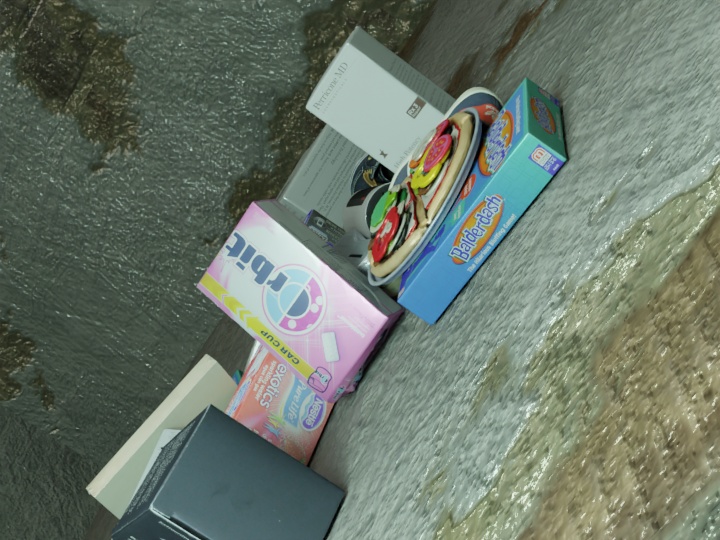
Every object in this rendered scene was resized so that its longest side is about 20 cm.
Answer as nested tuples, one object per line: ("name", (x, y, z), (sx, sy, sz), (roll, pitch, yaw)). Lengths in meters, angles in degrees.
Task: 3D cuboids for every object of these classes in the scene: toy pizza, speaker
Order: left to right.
("speaker", (0.029, -0.067, 1.341), (0.082, 0.081, 0.200), (-57, 9, -3))
("toy pizza", (0.054, -0.077, 1.053), (0.202, 0.031, 0.201), (-57, 13, 19))

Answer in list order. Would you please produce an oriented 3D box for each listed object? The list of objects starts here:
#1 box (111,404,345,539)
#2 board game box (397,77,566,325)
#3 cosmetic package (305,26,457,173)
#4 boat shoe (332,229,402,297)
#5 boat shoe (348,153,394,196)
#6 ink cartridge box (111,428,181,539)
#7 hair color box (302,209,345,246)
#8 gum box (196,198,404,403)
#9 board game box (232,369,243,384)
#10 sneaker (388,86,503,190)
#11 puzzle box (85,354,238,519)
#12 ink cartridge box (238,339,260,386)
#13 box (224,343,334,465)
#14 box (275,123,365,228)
("box", (-0.125, 0.222, 0.963), (0.105, 0.147, 0.200), (-61, 11, -29))
("board game box", (0.111, -0.067, 0.989), (0.201, 0.045, 0.153), (-53, 10, 26))
("cosmetic package", (0.044, -0.184, 1.264), (0.102, 0.199, 0.074), (-52, 10, 30))
("boat shoe", (0.000, 0.000, 1.258), (0.072, 0.062, 0.200), (-48, 14, -4))
("boat shoe", (0.030, -0.149, 1.630), (0.200, 0.070, 0.091), (-46, 10, 44))
("ink cartridge box", (-0.207, 0.308, 1.129), (0.201, 0.043, 0.199), (-76, -15, -60))
("hair color box", (-0.079, 0.020, 1.532), (0.201, 0.108, 0.065), (-52, 10, 36))
("gum box", (-0.059, 0.032, 1.119), (0.114, 0.199, 0.066), (-53, -11, 16))
("board game box", (-0.224, 0.260, 1.654), (0.202, 0.045, 0.152), (-58, 9, -3))
("sneaker", (0.089, -0.105, 1.170), (0.201, 0.074, 0.085), (-58, 15, 27))
("puzzle box", (-0.205, 0.211, 1.219), (0.200, 0.134, 0.025), (-48, 43, -16))
("ink cartridge box", (-0.120, 0.147, 1.354), (0.116, 0.067, 0.203), (-159, 89, -87))
("box", (-0.094, 0.159, 1.174), (0.103, 0.094, 0.201), (-47, 14, 50))
("box", (-0.073, -0.147, 2.007), (0.202, 0.130, 0.199), (-60, 9, -23))
